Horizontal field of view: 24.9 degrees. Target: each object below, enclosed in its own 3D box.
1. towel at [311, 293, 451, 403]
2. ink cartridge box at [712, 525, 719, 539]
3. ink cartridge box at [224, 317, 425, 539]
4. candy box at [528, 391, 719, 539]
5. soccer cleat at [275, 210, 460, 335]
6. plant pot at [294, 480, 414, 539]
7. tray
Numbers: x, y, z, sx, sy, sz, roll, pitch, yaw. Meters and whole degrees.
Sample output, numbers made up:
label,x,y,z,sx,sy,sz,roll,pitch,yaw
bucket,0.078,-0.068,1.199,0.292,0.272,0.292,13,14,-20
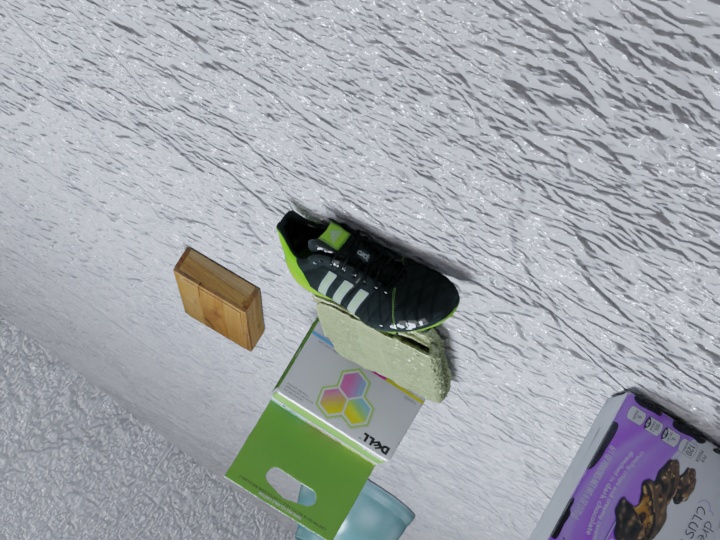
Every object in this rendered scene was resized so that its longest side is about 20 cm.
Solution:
label,x,y,z,sx,sy,sz,roll,pitch,yaw
towel,0.025,0.070,1.645,0.148,0.037,0.200,27,164,17
ink cartridge box,0.360,0.272,1.283,0.146,0.201,0.146,39,163,-29
ink cartridge box,-0.034,0.173,1.774,0.147,0.201,0.076,32,166,-3
candy box,0.265,0.229,1.402,0.199,0.168,0.072,32,168,-3
soccer cleat,0.000,0.000,1.415,0.199,0.068,0.081,19,148,43
plant pot,-0.028,0.417,2.718,0.199,0.135,0.200,30,166,8
tray,-0.167,0.038,1.940,0.098,0.037,0.200,30,167,6
